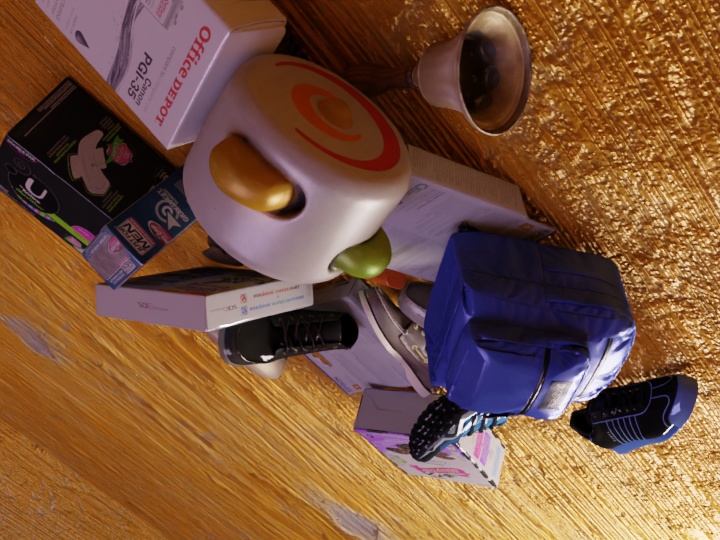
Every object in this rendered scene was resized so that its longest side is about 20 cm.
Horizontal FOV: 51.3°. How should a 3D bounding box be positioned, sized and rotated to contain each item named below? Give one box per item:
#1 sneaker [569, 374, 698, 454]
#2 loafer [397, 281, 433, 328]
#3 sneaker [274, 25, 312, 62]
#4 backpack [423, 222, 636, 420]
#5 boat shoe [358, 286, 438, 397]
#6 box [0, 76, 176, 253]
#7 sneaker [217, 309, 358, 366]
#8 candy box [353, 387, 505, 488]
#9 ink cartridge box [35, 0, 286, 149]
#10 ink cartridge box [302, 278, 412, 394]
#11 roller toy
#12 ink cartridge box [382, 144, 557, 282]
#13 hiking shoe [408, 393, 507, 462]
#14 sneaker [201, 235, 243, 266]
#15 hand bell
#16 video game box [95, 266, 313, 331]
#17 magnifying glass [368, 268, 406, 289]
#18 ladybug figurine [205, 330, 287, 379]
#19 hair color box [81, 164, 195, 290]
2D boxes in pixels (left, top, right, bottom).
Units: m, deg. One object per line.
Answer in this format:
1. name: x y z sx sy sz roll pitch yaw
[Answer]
1. sneaker: 0.332 0.174 0.930 0.077 0.070 0.200 22 147 -2
2. loafer: 0.144 0.052 0.914 0.199 0.070 0.070 17 139 4
3. sneaker: -0.091 -0.209 0.738 0.199 0.071 0.076 36 144 -11
4. backpack: 0.180 0.069 0.788 0.198 0.169 0.163 6 137 -8
5. boat shoe: 0.064 0.087 0.978 0.059 0.072 0.200 -27 124 12
6. box: -0.362 -0.120 0.998 0.200 0.125 0.148 42 144 -16
7. sneaker: -0.089 0.078 0.967 0.106 0.200 0.075 -4 92 30
8. candy box: 0.111 0.260 1.161 0.167 0.072 0.200 -1 147 33
9. ink cartridge box: -0.184 -0.235 0.682 0.200 0.083 0.147 47 128 7
10. ink cartridge box: -0.011 0.103 1.108 0.199 0.041 0.200 -16 126 47
11. roller toy: -0.054 -0.096 0.668 0.199 0.183 0.140 14 131 -33
12. ink cartridge box: 0.075 -0.052 0.824 0.199 0.044 0.196 15 154 -29
13. hiking shoe: 0.152 0.195 1.001 0.087 0.074 0.200 41 103 -20
14. sneaker: -0.151 -0.048 0.929 0.114 0.076 0.200 5 165 15
15. hand bell: 0.046 -0.178 0.692 0.199 0.104 0.104 11 144 46
16. video game box: -0.191 0.030 0.922 0.199 0.182 0.047 4 101 35
17. magnifying glass: 0.000 0.000 0.904 0.079 0.023 0.200 16 178 -24
18. ladybug figurine: -0.184 0.084 1.154 0.200 0.072 0.136 43 -177 -21
19. hair color box: -0.226 -0.071 0.891 0.061 0.200 0.100 49 141 -10
